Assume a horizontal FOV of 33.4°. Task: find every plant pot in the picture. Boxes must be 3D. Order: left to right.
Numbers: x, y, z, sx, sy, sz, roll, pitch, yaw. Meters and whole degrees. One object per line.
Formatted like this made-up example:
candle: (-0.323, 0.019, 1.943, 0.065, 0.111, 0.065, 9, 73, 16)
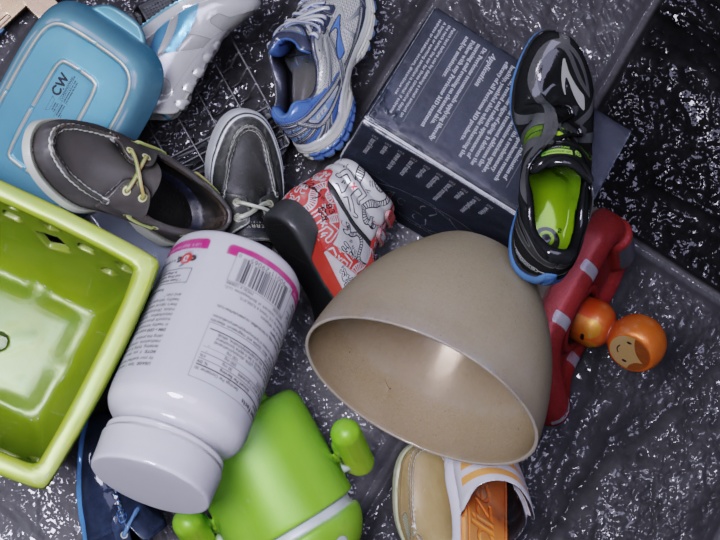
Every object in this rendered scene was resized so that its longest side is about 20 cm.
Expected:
plant pot: (-0.292, 0.049, 0.970, 0.200, 0.181, 0.199, 27, 77, -5)
plant pot: (0.074, 0.048, 0.973, 0.200, 0.200, 0.135, 32, 61, -4)

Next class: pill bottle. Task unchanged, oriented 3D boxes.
pill bottle: (-0.129, 0.079, 0.937, 0.113, 0.113, 0.200, 23, 59, -6)

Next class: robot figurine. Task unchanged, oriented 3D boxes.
robot figurine: (-0.075, 0.183, 1.019, 0.175, 0.116, 0.200, -29, 85, -8)

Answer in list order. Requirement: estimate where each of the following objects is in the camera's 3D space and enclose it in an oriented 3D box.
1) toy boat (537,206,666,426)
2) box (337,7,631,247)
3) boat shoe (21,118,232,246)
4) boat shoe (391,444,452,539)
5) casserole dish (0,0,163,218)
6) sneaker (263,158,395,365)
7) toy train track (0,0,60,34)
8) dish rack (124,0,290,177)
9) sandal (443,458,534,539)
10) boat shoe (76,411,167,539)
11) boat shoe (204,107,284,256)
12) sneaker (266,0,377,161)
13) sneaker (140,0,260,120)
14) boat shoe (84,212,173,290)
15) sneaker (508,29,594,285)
toy boat: (0.210, 0.051, 1.075, 0.131, 0.131, 0.200, 25, 76, 24)
box: (0.097, -0.100, 1.056, 0.196, 0.200, 0.124, 33, 77, -3)
boat shoe: (-0.179, -0.071, 0.947, 0.060, 0.201, 0.072, -3, 73, 30)
boat shoe: (0.078, 0.249, 1.056, 0.071, 0.076, 0.200, -12, 82, -12)
casserole dish: (-0.247, -0.125, 0.982, 0.121, 0.039, 0.200, 34, 104, -2)
sneaker: (0.000, 0.000, 1.064, 0.108, 0.067, 0.202, -43, 121, -27)
toy train track: (-0.334, -0.225, 1.090, 0.115, 0.033, 0.200, 45, 82, -7)
dish rack: (-0.164, -0.156, 1.096, 0.153, 0.055, 0.200, -29, 88, -12)
sandal: (0.119, 0.209, 1.034, 0.079, 0.059, 0.207, 33, 39, -30)
boat shoe: (-0.193, 0.217, 1.017, 0.068, 0.084, 0.201, -7, 95, 8)
boat shoe: (-0.094, -0.042, 1.054, 0.071, 0.064, 0.201, -4, 99, -20)
sneaker: (-0.040, -0.207, 1.091, 0.077, 0.085, 0.200, -9, 67, 33)
sneaker: (-0.165, -0.179, 1.039, 0.200, 0.077, 0.081, -35, 96, -6)
boat shoe: (-0.223, -0.049, 1.058, 0.200, 0.066, 0.070, 39, 73, -6)
sneaker: (0.154, -0.090, 0.919, 0.071, 0.083, 0.200, 6, 79, -9)
